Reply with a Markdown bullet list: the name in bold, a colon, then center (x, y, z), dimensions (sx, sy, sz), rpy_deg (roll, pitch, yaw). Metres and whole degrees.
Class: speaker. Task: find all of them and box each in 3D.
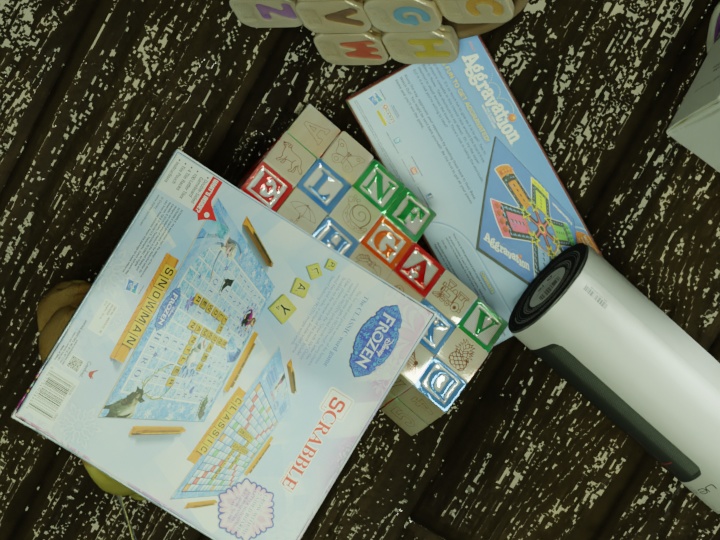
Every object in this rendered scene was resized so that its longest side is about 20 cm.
- **speaker**: center (0.199, 0.074, 1.641), dimensions (0.200, 0.081, 0.081), rpy_deg (41, 101, -13)

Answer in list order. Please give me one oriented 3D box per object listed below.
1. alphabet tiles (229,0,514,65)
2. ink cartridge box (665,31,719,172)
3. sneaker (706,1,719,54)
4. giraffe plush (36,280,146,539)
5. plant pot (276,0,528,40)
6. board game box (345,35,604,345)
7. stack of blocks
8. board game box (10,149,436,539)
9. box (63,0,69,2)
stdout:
- **alphabet tiles**: center (-0.006, -0.189, 1.559), dimensions (0.195, 0.200, 0.015), rpy_deg (1, 63, 19)
- **ink cartridge box**: center (0.307, -0.134, 1.551), dimensions (0.146, 0.084, 0.200), rpy_deg (35, 69, -10)
- **sneaker**: center (0.285, -0.091, 1.612), dimensions (0.080, 0.083, 0.201), rpy_deg (-14, 99, 5)
- **giraffe plush**: center (-0.111, 0.081, 1.639), dimensions (0.161, 0.173, 0.201), rpy_deg (-23, 108, 0)
- **plant pot**: center (0.021, -0.238, 1.571), dimensions (0.200, 0.201, 0.093), rpy_deg (10, 64, 1)
- **board game box**: center (0.083, -0.056, 1.663), dimensions (0.103, 0.019, 0.201), rpy_deg (-28, 98, 10)
- **stack of blocks**: center (0.000, 0.000, 1.628), dimensions (0.200, 0.059, 0.115), rpy_deg (41, 60, -5)
- **board game box**: center (-0.087, 0.060, 1.544), dimensions (0.199, 0.041, 0.201), rpy_deg (33, 85, -6)
- **box**: center (-0.145, -0.276, 1.575), dimensions (0.200, 0.075, 0.100), rpy_deg (-33, 112, 24)
